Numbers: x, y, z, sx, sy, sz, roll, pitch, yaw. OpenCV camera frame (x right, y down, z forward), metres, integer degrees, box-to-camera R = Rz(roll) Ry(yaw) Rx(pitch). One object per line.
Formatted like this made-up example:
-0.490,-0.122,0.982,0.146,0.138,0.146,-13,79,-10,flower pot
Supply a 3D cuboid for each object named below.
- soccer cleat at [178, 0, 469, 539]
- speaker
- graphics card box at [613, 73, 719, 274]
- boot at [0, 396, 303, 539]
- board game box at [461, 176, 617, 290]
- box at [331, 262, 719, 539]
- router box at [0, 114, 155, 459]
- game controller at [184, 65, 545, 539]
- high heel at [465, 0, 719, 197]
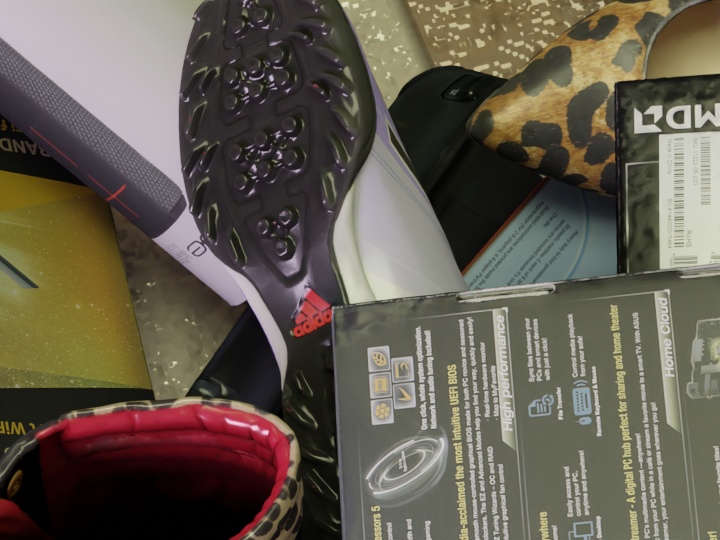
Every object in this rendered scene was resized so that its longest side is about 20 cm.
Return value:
0.000,0.000,0.888,0.068,0.073,0.201,-26,73,25,soccer cleat
-0.089,-0.080,0.936,0.200,0.081,0.081,40,61,-11,speaker
0.107,0.056,0.859,0.051,0.126,0.201,-5,69,12,graphics card box
-0.098,0.112,0.833,0.199,0.151,0.073,-15,58,-8,boot
0.102,0.000,0.963,0.103,0.019,0.200,40,62,4,board game box
0.077,0.100,0.757,0.160,0.044,0.201,-7,69,7,box
-0.168,0.013,0.903,0.199,0.052,0.158,6,52,-32,router box
0.020,0.019,0.967,0.104,0.042,0.200,33,62,3,game controller
0.144,-0.065,0.910,0.199,0.142,0.072,-10,92,-22,high heel
